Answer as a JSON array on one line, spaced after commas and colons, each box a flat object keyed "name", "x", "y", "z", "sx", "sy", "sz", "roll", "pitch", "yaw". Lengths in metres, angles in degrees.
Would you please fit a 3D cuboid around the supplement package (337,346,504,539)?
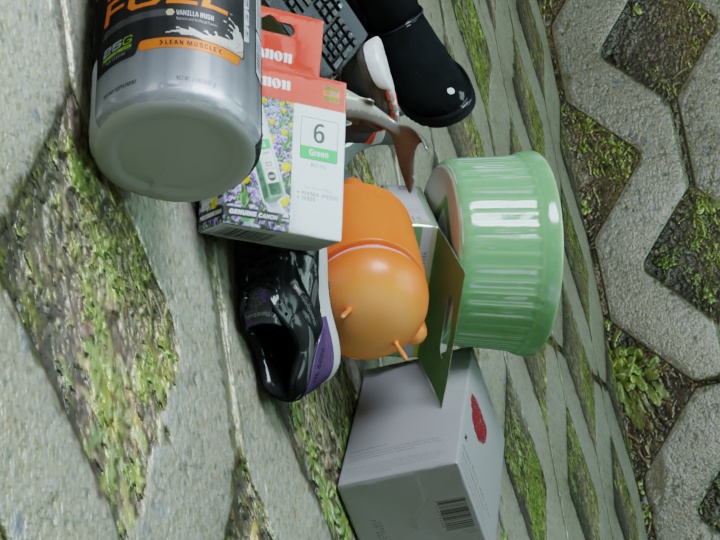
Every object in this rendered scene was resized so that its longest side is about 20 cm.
[{"name": "supplement package", "x": 0.064, "y": 0.183, "z": 1.587, "sx": 0.201, "sy": 0.119, "sz": 0.122, "roll": -76, "pitch": 148, "yaw": -60}]

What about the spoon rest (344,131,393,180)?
[{"name": "spoon rest", "x": -0.009, "y": -0.084, "z": 1.695, "sx": 0.201, "sy": 0.060, "sz": 0.100, "roll": -68, "pitch": 151, "yaw": -44}]

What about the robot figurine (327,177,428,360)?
[{"name": "robot figurine", "x": -0.002, "y": -0.001, "z": 1.494, "sx": 0.201, "sy": 0.115, "sz": 0.145, "roll": -103, "pitch": -173, "yaw": -53}]

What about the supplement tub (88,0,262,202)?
[{"name": "supplement tub", "x": -0.131, "y": -0.161, "z": 1.185, "sx": 0.123, "sy": 0.121, "sz": 0.202, "roll": 55, "pitch": 25, "yaw": -52}]

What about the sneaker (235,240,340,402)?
[{"name": "sneaker", "x": -0.068, "y": 0.009, "z": 1.364, "sx": 0.088, "sy": 0.075, "sz": 0.202, "roll": -35, "pitch": 111, "yaw": -67}]

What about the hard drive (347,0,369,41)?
[{"name": "hard drive", "x": -0.036, "y": -0.314, "z": 1.667, "sx": 0.200, "sy": 0.042, "sz": 0.136, "roll": 54, "pitch": 38, "yaw": -41}]

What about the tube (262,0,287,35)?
[{"name": "tube", "x": -0.091, "y": -0.238, "z": 1.521, "sx": 0.058, "sy": 0.052, "sz": 0.201, "roll": -54, "pitch": 130, "yaw": -45}]

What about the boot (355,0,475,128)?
[{"name": "boot", "x": 0.034, "y": -0.248, "z": 1.585, "sx": 0.199, "sy": 0.073, "sz": 0.163, "roll": 61, "pitch": -2, "yaw": 44}]

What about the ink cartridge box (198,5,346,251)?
[{"name": "ink cartridge box", "x": -0.068, "y": -0.124, "z": 1.336, "sx": 0.108, "sy": 0.050, "sz": 0.202, "roll": 9, "pitch": 77, "yaw": -29}]

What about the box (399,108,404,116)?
[{"name": "box", "x": 0.007, "y": -0.267, "z": 1.908, "sx": 0.200, "sy": 0.047, "sz": 0.195, "roll": -39, "pitch": 112, "yaw": -72}]

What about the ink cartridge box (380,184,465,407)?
[{"name": "ink cartridge box", "x": 0.049, "y": 0.021, "z": 1.599, "sx": 0.200, "sy": 0.047, "sz": 0.147, "roll": -108, "pitch": -156, "yaw": -63}]

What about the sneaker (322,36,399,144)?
[{"name": "sneaker", "x": -0.013, "y": -0.159, "z": 1.577, "sx": 0.200, "sy": 0.081, "sz": 0.078, "roll": 109, "pitch": -32, "yaw": -74}]

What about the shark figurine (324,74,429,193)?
[{"name": "shark figurine", "x": -0.044, "y": -0.130, "z": 1.491, "sx": 0.213, "sy": 0.090, "sz": 0.129, "roll": 2, "pitch": 47, "yaw": -40}]

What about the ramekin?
[{"name": "ramekin", "x": 0.121, "y": -0.017, "z": 1.609, "sx": 0.200, "sy": 0.097, "sz": 0.202, "roll": -179, "pitch": -90, "yaw": -78}]

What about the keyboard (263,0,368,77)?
[{"name": "keyboard", "x": -0.053, "y": -0.280, "z": 1.458, "sx": 0.201, "sy": 0.020, "sz": 0.128, "roll": 53, "pitch": 51, "yaw": -28}]
